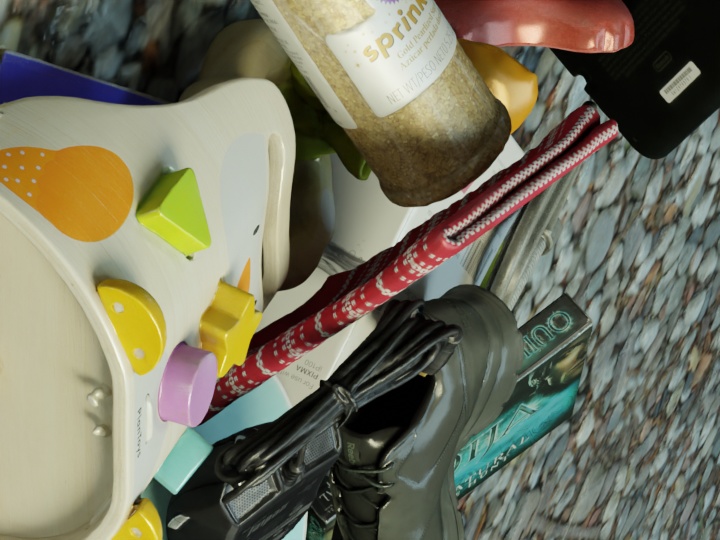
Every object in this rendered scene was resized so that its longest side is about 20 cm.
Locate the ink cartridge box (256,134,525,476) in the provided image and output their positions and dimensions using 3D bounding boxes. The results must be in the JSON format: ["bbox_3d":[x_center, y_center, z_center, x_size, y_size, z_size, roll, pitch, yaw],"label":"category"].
[{"bbox_3d":[0.000,0.000,1.479,0.201,0.082,0.147,-63,159,-7],"label":"ink cartridge box"}]

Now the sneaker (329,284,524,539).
[{"bbox_3d":[0.013,0.103,1.429,0.091,0.076,0.201,-4,111,-55],"label":"sneaker"}]

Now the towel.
[{"bbox_3d":[0.012,-0.001,1.267,0.200,0.023,0.144,-34,-179,44],"label":"towel"}]

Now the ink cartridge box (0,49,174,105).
[{"bbox_3d":[-0.132,0.016,1.247,0.198,0.043,0.201,10,102,-68],"label":"ink cartridge box"}]

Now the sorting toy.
[{"bbox_3d":[-0.082,0.010,1.170,0.180,0.106,0.201,-45,147,-47],"label":"sorting toy"}]

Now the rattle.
[{"bbox_3d":[-0.017,-0.048,1.277,0.200,0.142,0.131,-8,109,-74],"label":"rattle"}]

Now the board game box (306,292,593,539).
[{"bbox_3d":[0.048,0.105,1.664,0.199,0.028,0.135,-36,160,-17],"label":"board game box"}]

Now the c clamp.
[{"bbox_3d":[0.092,-0.006,1.588,0.172,0.027,0.200,-67,174,33],"label":"c clamp"}]

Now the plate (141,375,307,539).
[{"bbox_3d":[-0.090,0.128,1.320,0.200,0.025,0.202,-20,115,-52],"label":"plate"}]

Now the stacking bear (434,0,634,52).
[{"bbox_3d":[0.075,-0.219,1.390,0.114,0.120,0.201,-118,-151,-64],"label":"stacking bear"}]

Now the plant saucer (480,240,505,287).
[{"bbox_3d":[0.038,0.048,1.692,0.200,0.031,0.201,-50,155,-34],"label":"plant saucer"}]

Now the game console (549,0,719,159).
[{"bbox_3d":[0.166,-0.181,1.506,0.116,0.176,0.200,-39,176,-20],"label":"game console"}]

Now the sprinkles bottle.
[{"bbox_3d":[-0.011,-0.120,1.217,0.068,0.068,0.200,-52,123,-28],"label":"sprinkles bottle"}]

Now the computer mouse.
[{"bbox_3d":[-0.027,0.070,1.254,0.140,0.046,0.200,-37,169,-21],"label":"computer mouse"}]
